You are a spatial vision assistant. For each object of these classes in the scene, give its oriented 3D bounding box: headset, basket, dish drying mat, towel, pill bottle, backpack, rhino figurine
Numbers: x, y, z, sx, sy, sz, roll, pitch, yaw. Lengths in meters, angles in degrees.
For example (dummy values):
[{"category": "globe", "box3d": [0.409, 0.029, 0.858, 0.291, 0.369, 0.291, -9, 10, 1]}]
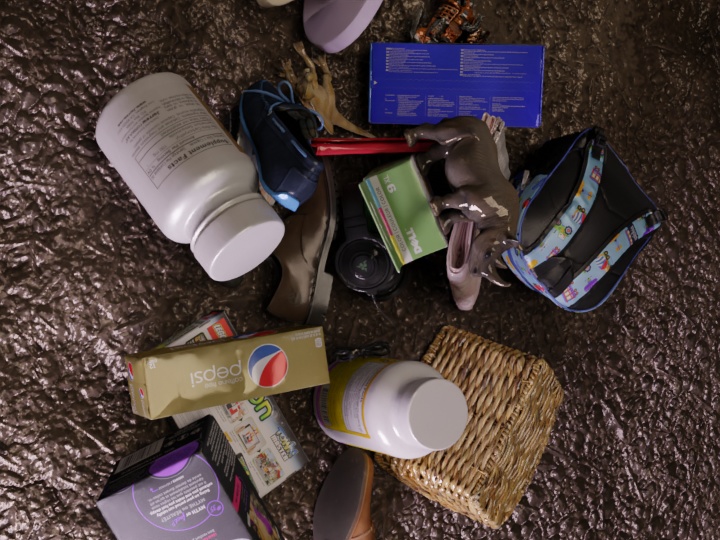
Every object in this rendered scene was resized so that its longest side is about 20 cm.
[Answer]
[{"category": "headset", "box3d": [0.000, 0.000, 1.172, 0.094, 0.124, 0.200, -12, 76, 11]}, {"category": "basket", "box3d": [0.138, 0.191, 1.266, 0.200, 0.149, 0.143, -62, 146, -16]}, {"category": "dish drying mat", "box3d": [0.030, -0.143, 1.177, 0.200, 0.077, 0.018, -5, 99, -24]}, {"category": "towel", "box3d": [0.139, -0.061, 1.213, 0.032, 0.200, 0.191, 13, 78, 13]}, {"category": "pill bottle", "box3d": [-0.167, -0.092, 1.041, 0.114, 0.114, 0.200, -30, 69, -25]}, {"category": "pill bottle", "box3d": [0.033, 0.148, 1.134, 0.104, 0.200, 0.104, 1, 88, -28]}, {"category": "backpack", "box3d": [0.256, -0.051, 1.293, 0.183, 0.135, 0.200, 46, 68, -20]}, {"category": "rhino figurine", "box3d": [0.119, -0.074, 1.084, 0.087, 0.060, 0.200, -23, 72, 10]}]

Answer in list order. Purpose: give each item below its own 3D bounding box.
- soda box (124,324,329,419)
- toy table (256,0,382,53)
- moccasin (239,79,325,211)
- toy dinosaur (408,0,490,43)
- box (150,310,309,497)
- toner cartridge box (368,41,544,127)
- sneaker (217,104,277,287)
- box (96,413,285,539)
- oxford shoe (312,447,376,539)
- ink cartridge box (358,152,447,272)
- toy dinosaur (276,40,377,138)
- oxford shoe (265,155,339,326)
[{"category": "soda box", "box3d": [-0.137, 0.103, 1.081, 0.200, 0.068, 0.064, -9, 93, -28]}, {"category": "toy table", "box3d": [-0.042, -0.355, 1.141, 0.117, 0.184, 0.200, 25, 64, -41]}, {"category": "moccasin", "box3d": [-0.069, -0.138, 1.064, 0.080, 0.200, 0.068, 28, 117, -40]}, {"category": "toy dinosaur", "box3d": [0.116, -0.252, 1.269, 0.136, 0.102, 0.200, 18, 106, -12]}, {"category": "box", "box3d": [-0.150, 0.156, 1.131, 0.110, 0.035, 0.200, -33, 103, -25]}, {"category": "toner cartridge box", "box3d": [0.111, -0.217, 1.210, 0.200, 0.043, 0.095, 3, 99, 6]}, {"category": "sneaker", "box3d": [-0.117, -0.078, 1.136, 0.080, 0.074, 0.200, 13, 83, -29]}, {"category": "box", "box3d": [-0.161, 0.271, 1.060, 0.122, 0.106, 0.200, -26, 102, 4]}, {"category": "oxford shoe", "box3d": [-0.011, 0.300, 1.186, 0.071, 0.071, 0.200, 9, 94, -37]}, {"category": "ink cartridge box", "box3d": [0.052, -0.070, 1.153, 0.059, 0.200, 0.104, -22, 97, 8]}, {"category": "toy dinosaur", "box3d": [-0.048, -0.194, 1.174, 0.058, 0.200, 0.101, -29, 71, 14]}, {"category": "oxford shoe", "box3d": [-0.070, -0.042, 1.162, 0.084, 0.073, 0.200, 9, 77, -12]}]
